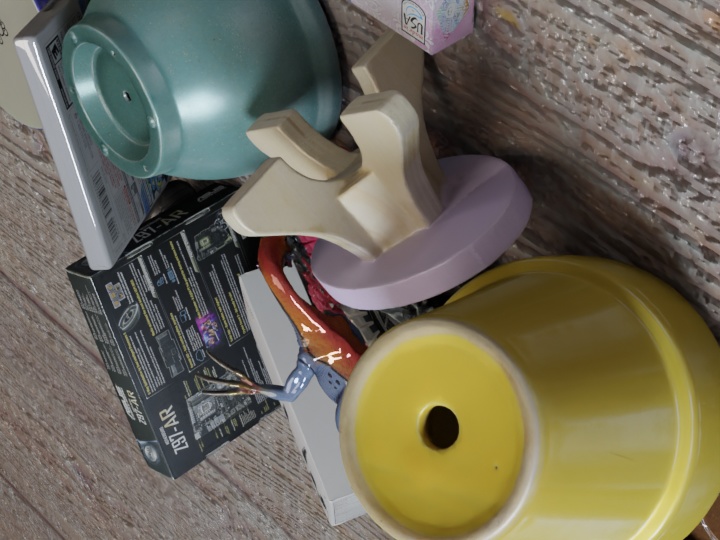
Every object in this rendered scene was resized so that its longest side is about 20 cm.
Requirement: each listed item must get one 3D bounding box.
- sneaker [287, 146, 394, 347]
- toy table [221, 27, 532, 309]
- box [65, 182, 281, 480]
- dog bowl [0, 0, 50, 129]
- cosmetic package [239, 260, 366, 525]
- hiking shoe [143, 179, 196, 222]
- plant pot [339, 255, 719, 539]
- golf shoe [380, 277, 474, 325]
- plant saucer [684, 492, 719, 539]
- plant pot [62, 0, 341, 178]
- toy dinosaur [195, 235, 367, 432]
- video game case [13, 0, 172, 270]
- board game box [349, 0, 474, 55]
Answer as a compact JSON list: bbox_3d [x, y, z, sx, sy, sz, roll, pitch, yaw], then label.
[{"bbox_3d":[0.000,0.000,1.195,0.081,0.075,0.200,39,161,52],"label":"sneaker"},{"bbox_3d":[0.008,-0.061,1.038,0.200,0.184,0.117,-13,125,51],"label":"toy table"},{"bbox_3d":[-0.139,0.050,1.354,0.044,0.160,0.200,14,130,51],"label":"box"},{"bbox_3d":[-0.284,-0.226,1.386,0.200,0.079,0.200,37,145,31],"label":"dog bowl"},{"bbox_3d":[-0.040,0.097,1.284,0.083,0.051,0.200,93,156,-67],"label":"cosmetic package"},{"bbox_3d":[-0.201,-0.040,1.444,0.101,0.076,0.200,49,151,7],"label":"hiking shoe"},{"bbox_3d":[0.092,0.088,0.942,0.201,0.189,0.201,-1,88,34],"label":"plant pot"},{"bbox_3d":[0.094,0.052,1.117,0.200,0.078,0.094,41,173,16],"label":"golf shoe"},{"bbox_3d":[0.243,0.155,1.018,0.200,0.032,0.200,38,146,31],"label":"plant saucer"},{"bbox_3d":[-0.129,-0.147,1.166,0.200,0.134,0.200,36,143,32],"label":"plant pot"},{"bbox_3d":[-0.006,0.055,1.127,0.200,0.105,0.182,0,131,23],"label":"toy dinosaur"},{"bbox_3d":[-0.202,-0.132,1.274,0.022,0.182,0.200,-3,121,18],"label":"video game case"},{"bbox_3d":[-0.008,-0.262,0.978,0.200,0.043,0.199,38,146,31],"label":"board game box"}]
